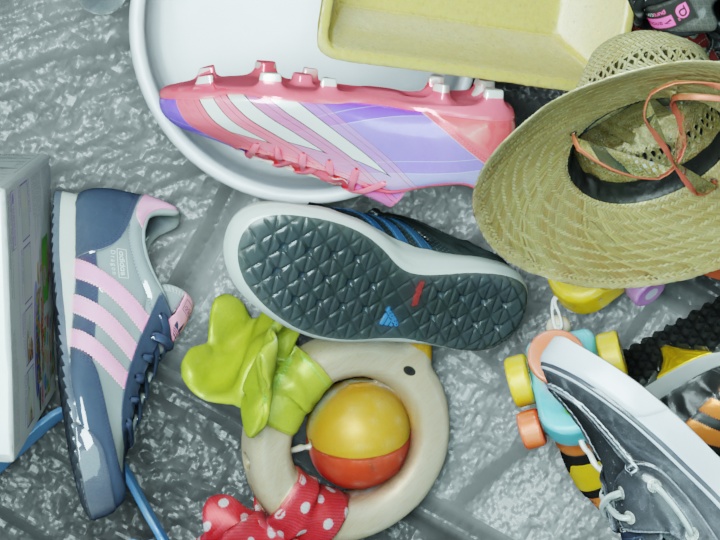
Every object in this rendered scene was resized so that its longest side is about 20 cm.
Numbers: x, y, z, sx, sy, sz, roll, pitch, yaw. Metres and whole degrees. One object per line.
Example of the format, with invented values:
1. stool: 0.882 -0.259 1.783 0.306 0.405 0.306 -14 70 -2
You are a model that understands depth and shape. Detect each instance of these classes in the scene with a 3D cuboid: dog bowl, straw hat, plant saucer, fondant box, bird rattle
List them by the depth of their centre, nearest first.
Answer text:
1. straw hat: 0.154 -0.080 1.219 0.200 0.201 0.085 -4 56 -1
2. plant saucer: 0.066 -0.206 1.223 0.199 0.048 0.201 5 99 -32
3. fondant box: -0.209 0.015 1.256 0.058 0.200 0.145 -1 98 0
4. dog bowl: -0.032 -0.142 1.302 0.199 0.079 0.201 0 98 -2
5. bird rattle: -0.022 0.109 1.330 0.162 0.113 0.201 -11 101 -17

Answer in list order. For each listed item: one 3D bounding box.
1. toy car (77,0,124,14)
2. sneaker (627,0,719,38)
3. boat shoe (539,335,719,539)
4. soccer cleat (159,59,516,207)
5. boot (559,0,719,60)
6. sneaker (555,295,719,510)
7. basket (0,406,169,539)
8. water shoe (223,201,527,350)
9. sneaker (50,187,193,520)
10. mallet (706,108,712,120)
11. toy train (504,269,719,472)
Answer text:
1. toy car: -0.173 -0.245 1.244 0.163 0.158 0.201 5 98 6
2. sneaker: 0.167 -0.171 1.209 0.199 0.077 0.084 21 69 -31
3. boat shoe: 0.162 0.122 1.235 0.200 0.072 0.068 45 83 -6
4. soccer cleat: -0.012 -0.072 1.242 0.199 0.067 0.077 3 102 -5
5. boot: 0.192 -0.175 1.311 0.144 0.072 0.200 41 103 -7
6. sneaker: 0.212 0.078 1.352 0.199 0.070 0.090 -25 113 2
7. basket: -0.177 0.201 1.320 0.176 0.139 0.200 -39 69 2
8. water shoe: 0.000 0.000 1.294 0.199 0.079 0.072 17 106 -31
9. sneaker: -0.134 0.043 1.296 0.081 0.070 0.201 -3 69 -9
10. mallet: 0.240 -0.089 1.309 0.199 0.041 0.066 30 91 -26
11. toy train: 0.166 0.026 1.297 0.150 0.056 0.201 22 73 25
